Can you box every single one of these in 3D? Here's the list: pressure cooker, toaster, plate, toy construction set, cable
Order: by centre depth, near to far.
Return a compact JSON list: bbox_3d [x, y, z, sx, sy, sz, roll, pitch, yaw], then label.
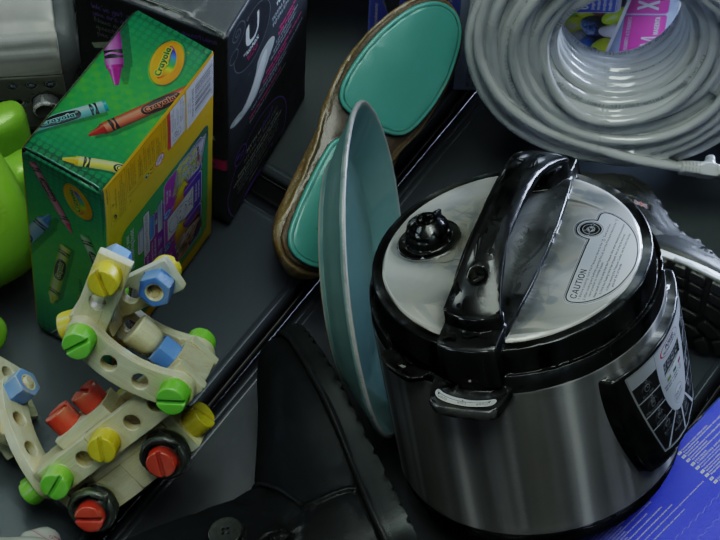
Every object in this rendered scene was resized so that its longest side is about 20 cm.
[{"bbox_3d":[0.093,0.038,1.621,0.178,0.200,0.176,-22,39,-13],"label":"pressure cooker"},{"bbox_3d":[-0.160,0.073,1.636,0.131,0.200,0.092,46,42,-14],"label":"toy construction set"},{"bbox_3d":[0.000,0.000,1.669,0.025,0.200,0.201,-5,57,10],"label":"plate"},{"bbox_3d":[0.164,-0.153,1.743,0.199,0.200,0.069,5,42,-2],"label":"cable"},{"bbox_3d":[-0.248,-0.178,1.819,0.129,0.114,0.200,-8,60,-5],"label":"toaster"}]

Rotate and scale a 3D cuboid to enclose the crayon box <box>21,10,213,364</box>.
[{"bbox_3d":[-0.142,-0.046,1.686,0.058,0.200,0.119,28,60,13],"label":"crayon box"}]

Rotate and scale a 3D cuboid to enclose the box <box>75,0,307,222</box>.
[{"bbox_3d":[-0.102,-0.144,1.750,0.106,0.200,0.122,22,59,11],"label":"box"}]

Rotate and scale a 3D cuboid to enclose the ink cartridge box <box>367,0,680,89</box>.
[{"bbox_3d":[0.104,-0.164,1.819,0.199,0.119,0.042,3,56,0],"label":"ink cartridge box"}]

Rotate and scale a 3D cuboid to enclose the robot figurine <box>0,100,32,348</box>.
[{"bbox_3d":[-0.277,-0.024,1.716,0.200,0.116,0.176,-30,57,-19],"label":"robot figurine"}]

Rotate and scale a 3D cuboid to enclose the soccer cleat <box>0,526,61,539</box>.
[{"bbox_3d":[-0.175,0.195,1.608,0.200,0.070,0.086,31,62,16],"label":"soccer cleat"}]

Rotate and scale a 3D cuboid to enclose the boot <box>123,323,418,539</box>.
[{"bbox_3d":[-0.072,0.133,1.647,0.168,0.077,0.200,-22,50,-7],"label":"boot"}]

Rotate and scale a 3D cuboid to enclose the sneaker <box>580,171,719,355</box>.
[{"bbox_3d":[0.178,-0.021,1.762,0.200,0.076,0.088,23,53,12],"label":"sneaker"}]

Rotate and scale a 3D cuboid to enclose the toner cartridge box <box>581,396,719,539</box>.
[{"bbox_3d":[0.212,0.146,1.672,0.095,0.043,0.200,39,64,21],"label":"toner cartridge box"}]

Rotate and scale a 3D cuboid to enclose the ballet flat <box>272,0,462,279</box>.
[{"bbox_3d":[-0.002,-0.083,1.777,0.068,0.072,0.200,28,79,-15],"label":"ballet flat"}]
